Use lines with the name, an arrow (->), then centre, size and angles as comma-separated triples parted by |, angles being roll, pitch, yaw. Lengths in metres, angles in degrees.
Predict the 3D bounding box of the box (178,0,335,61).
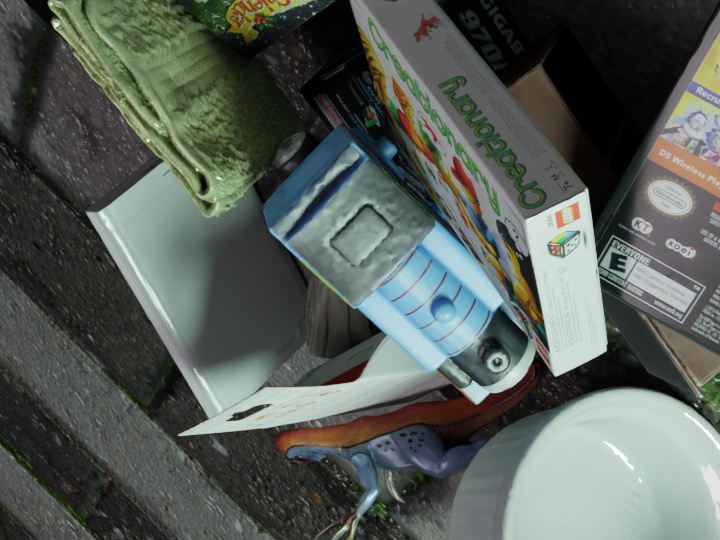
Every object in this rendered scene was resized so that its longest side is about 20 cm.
box -> -0.042, -0.211, 0.697 | 0.200, 0.038, 0.136 | -26, 125, 39

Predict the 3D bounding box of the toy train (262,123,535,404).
toy train -> 0.028, -0.002, 0.754 | 0.200, 0.087, 0.114 | 43, -171, -16

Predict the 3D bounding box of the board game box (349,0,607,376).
board game box -> 0.058, -0.057, 0.657 | 0.200, 0.034, 0.126 | 59, 173, 39

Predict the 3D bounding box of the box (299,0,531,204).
box -> 0.070, -0.068, 0.809 | 0.200, 0.046, 0.159 | 53, 147, -12

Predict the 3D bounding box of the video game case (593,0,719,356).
video game case -> 0.226, -0.024, 0.605 | 0.199, 0.026, 0.181 | 29, 123, 7

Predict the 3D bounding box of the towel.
towel -> -0.098, -0.114, 0.763 | 0.036, 0.200, 0.149 | -34, 97, 18

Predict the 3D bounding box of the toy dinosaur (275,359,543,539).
toy dinosaur -> 0.028, 0.127, 0.990 | 0.181, 0.105, 0.201 | 20, 97, 12

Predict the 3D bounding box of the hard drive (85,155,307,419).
hard drive -> -0.116, 0.000, 1.017 | 0.026, 0.132, 0.201 | 2, 128, 47

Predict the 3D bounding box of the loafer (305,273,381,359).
loafer -> 0.000, 0.000, 0.954 | 0.069, 0.070, 0.200 | 0, 149, -8

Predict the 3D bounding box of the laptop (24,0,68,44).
laptop -> -0.193, -0.235, 0.879 | 0.199, 0.116, 0.187 | -13, 145, 12

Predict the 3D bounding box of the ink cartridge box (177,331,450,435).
ink cartridge box -> -0.016, 0.072, 0.927 | 0.160, 0.199, 0.048 | -32, 66, 56

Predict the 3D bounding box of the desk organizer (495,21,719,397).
desk organizer -> 0.146, -0.037, 0.707 | 0.200, 0.077, 0.072 | 53, 176, -11

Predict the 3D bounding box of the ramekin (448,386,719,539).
ramekin -> 0.155, 0.180, 0.851 | 0.201, 0.200, 0.098 | 52, 155, -9
